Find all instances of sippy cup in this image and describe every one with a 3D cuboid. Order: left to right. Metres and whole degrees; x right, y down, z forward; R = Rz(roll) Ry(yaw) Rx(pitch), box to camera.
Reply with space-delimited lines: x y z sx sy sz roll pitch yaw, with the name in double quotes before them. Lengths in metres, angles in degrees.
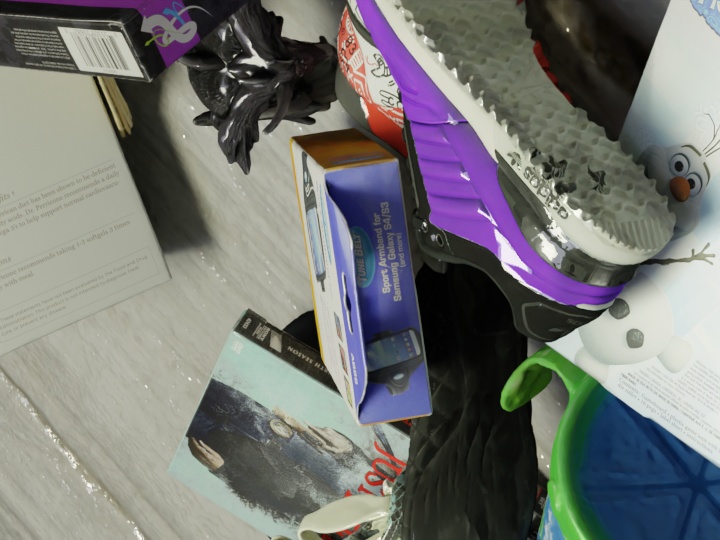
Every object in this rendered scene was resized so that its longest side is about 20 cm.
"sippy cup" 0.140 0.120 1.124 0.131 0.139 0.179 112 157 -60

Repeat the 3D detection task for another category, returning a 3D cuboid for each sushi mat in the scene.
"sushi mat" -0.151 -0.141 1.296 0.200 0.012 0.096 83 164 -77

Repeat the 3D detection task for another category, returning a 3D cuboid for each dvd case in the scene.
"dvd case" 0.000 0.117 1.318 0.199 0.022 0.146 30 139 2

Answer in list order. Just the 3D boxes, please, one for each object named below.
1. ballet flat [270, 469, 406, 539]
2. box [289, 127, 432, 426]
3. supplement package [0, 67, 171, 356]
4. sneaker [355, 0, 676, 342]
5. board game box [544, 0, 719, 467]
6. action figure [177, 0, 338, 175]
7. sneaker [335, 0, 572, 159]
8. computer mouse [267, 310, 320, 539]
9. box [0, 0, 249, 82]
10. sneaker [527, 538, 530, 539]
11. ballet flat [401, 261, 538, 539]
"ballet flat" -0.017 0.160 1.303 0.200 0.074 0.074 -37 84 37
"box" 0.000 0.000 1.162 0.200 0.041 0.120 -136 37 -78
"supplement package" -0.206 -0.069 1.397 0.201 0.116 0.117 69 167 -12
"sneaker" 0.044 -0.051 1.049 0.201 0.069 0.100 56 135 28
"board game box" 0.188 -0.006 0.994 0.200 0.043 0.200 36 122 31
"action figure" -0.060 -0.128 1.216 0.200 0.102 0.120 40 141 51
"sneaker" 0.064 -0.083 1.118 0.201 0.067 0.108 39 143 31
"computer mouse" -0.035 0.106 1.388 0.139 0.053 0.201 45 142 22
"box" -0.077 -0.158 1.127 0.143 0.200 0.036 10 135 48
"sneaker" 0.080 0.222 1.248 0.200 0.081 0.089 62 -172 -46
"ballet flat" 0.052 0.080 1.199 0.057 0.066 0.201 141 136 -68
